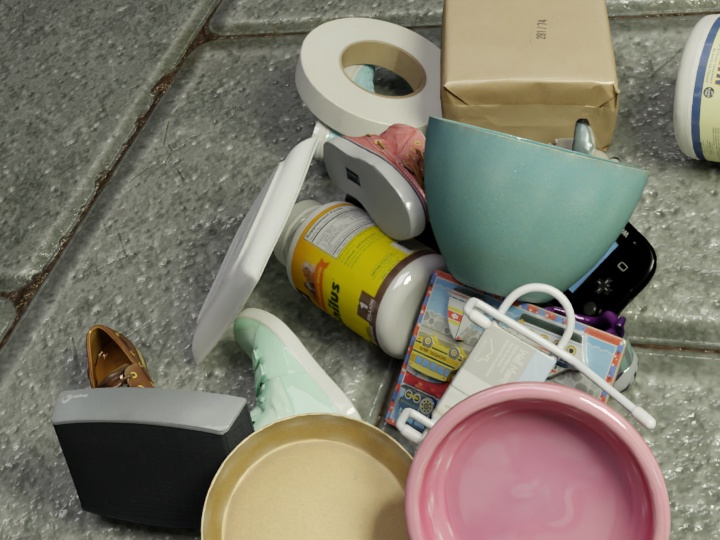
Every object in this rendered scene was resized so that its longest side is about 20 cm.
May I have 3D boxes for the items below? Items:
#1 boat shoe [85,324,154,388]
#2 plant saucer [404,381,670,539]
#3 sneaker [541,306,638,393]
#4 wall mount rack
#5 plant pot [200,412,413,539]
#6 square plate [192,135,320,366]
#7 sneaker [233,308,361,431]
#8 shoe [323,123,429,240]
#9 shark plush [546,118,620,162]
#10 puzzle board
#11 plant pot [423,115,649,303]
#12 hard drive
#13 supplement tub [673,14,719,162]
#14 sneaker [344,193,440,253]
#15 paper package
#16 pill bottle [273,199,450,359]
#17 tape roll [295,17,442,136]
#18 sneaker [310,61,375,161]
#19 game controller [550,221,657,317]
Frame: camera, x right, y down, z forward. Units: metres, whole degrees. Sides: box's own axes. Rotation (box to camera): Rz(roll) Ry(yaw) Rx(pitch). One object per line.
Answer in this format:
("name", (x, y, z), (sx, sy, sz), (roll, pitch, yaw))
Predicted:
("boat shoe", (-0.240, 0.131, 1.077), (0.072, 0.068, 0.200), (-29, 44, -6))
("plant saucer", (0.135, 0.181, 0.819), (0.199, 0.202, 0.051), (-9, 5, 15))
("sneaker", (0.150, 0.059, 0.970), (0.199, 0.088, 0.075), (1, 47, 23))
("wall mount rack", (0.132, 0.120, 0.871), (0.173, 0.075, 0.201), (30, 104, 5))
("plant pot", (-0.033, 0.218, 0.889), (0.198, 0.028, 0.201), (3, 62, -5))
("square plate", (-0.115, -0.023, 1.104), (0.028, 0.200, 0.199), (28, 52, -10))
("sneaker", (-0.099, 0.119, 1.022), (0.118, 0.074, 0.200), (-32, 47, -18))
("shoe", (0.040, -0.097, 1.057), (0.090, 0.072, 0.200), (-19, 29, -17))
("shark plush", (0.230, -0.056, 1.091), (0.083, 0.091, 0.201), (-24, 62, 27))
("puzzle board", (0.120, 0.099, 0.933), (0.199, 0.017, 0.152), (21, 97, 36))
("plant pot", (0.141, -0.049, 0.951), (0.199, 0.199, 0.136), (22, 102, 36))
("hard drive", (-0.183, 0.173, 0.964), (0.199, 0.136, 0.042), (-1, 25, 23))
("supplement tub", (0.421, -0.170, 1.034), (0.199, 0.145, 0.145), (12, 54, 31))
("sneaker", (0.084, -0.078, 1.142), (0.201, 0.067, 0.108), (24, 63, 40))
("paper package", (0.184, -0.232, 1.196), (0.189, 0.104, 0.201), (1, 48, 5))
("pill bottle", (0.000, 0.000, 1.072), (0.109, 0.110, 0.200), (-42, 46, -18))
("tape roll", (0.022, -0.225, 1.261), (0.201, 0.037, 0.204), (10, 46, -10))
("sneaker", (-0.001, -0.188, 1.295), (0.081, 0.074, 0.201), (21, 48, 0))
("game controller", (0.198, -0.032, 1.028), (0.105, 0.042, 0.200), (-54, 48, 20))
